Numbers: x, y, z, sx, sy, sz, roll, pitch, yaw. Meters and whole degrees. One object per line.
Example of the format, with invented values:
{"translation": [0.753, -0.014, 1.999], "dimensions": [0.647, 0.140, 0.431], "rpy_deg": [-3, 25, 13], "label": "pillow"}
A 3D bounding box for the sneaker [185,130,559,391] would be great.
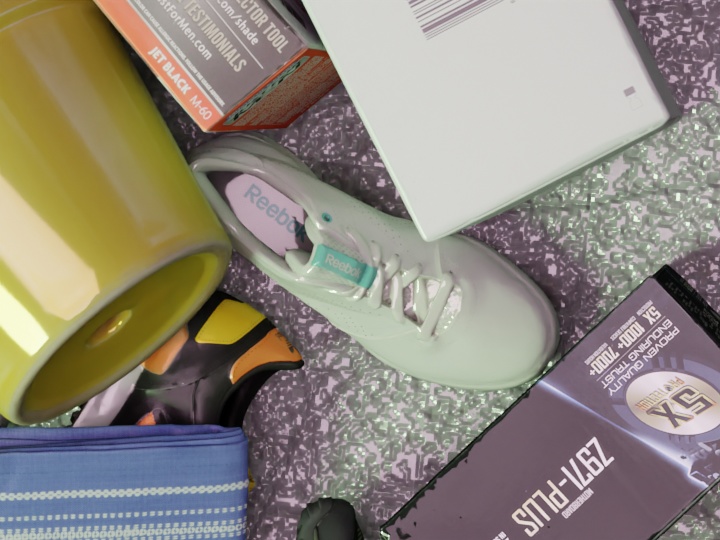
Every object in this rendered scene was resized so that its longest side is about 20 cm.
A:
{"translation": [0.000, 0.000, 1.325], "dimensions": [0.200, 0.088, 0.075], "rpy_deg": [28, 94, 5], "label": "sneaker"}

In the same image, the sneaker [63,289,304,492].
{"translation": [-0.102, 0.103, 1.352], "dimensions": [0.090, 0.070, 0.200], "rpy_deg": [29, 94, 8], "label": "sneaker"}

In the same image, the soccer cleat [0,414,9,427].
{"translation": [-0.267, 0.058, 1.381], "dimensions": [0.200, 0.070, 0.086], "rpy_deg": [-3, 70, 10], "label": "soccer cleat"}

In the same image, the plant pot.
{"translation": [-0.167, -0.040, 1.274], "dimensions": [0.201, 0.201, 0.189], "rpy_deg": [-41, 78, 7], "label": "plant pot"}

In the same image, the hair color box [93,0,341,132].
{"translation": [-0.064, -0.123, 1.271], "dimensions": [0.064, 0.200, 0.111], "rpy_deg": [-40, 87, 7], "label": "hair color box"}

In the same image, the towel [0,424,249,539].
{"translation": [-0.129, 0.166, 1.335], "dimensions": [0.145, 0.024, 0.200], "rpy_deg": [-1, 112, -15], "label": "towel"}

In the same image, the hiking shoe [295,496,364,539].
{"translation": [0.035, 0.192, 1.345], "dimensions": [0.101, 0.076, 0.200], "rpy_deg": [-22, 99, -1], "label": "hiking shoe"}

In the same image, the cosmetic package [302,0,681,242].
{"translation": [0.047, -0.129, 1.257], "dimensions": [0.123, 0.200, 0.199], "rpy_deg": [-27, 89, 10], "label": "cosmetic package"}

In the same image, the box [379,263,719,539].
{"translation": [0.106, 0.084, 1.259], "dimensions": [0.164, 0.200, 0.086], "rpy_deg": [-44, 85, 6], "label": "box"}
